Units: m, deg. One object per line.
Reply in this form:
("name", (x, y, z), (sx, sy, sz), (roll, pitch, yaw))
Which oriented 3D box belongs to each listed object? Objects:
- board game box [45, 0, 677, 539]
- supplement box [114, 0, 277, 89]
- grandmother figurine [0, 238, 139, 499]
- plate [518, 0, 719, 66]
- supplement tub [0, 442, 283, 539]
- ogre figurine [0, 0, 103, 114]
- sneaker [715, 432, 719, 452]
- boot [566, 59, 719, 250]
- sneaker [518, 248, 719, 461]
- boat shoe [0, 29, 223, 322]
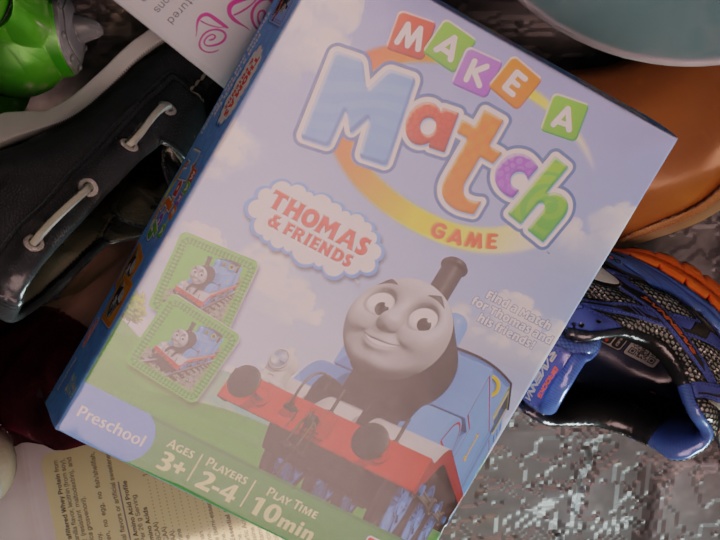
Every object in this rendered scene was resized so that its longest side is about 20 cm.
("board game box", (0.000, 0.000, 0.971), (0.151, 0.037, 0.200), (27, 98, -18))
("supplement box", (-0.079, -0.167, 0.972), (0.200, 0.103, 0.101), (39, 107, -24))
("grandmother figurine", (-0.107, 0.031, 1.034), (0.200, 0.121, 0.061), (-44, 122, -20))
("plate", (0.126, -0.177, 1.010), (0.200, 0.026, 0.200), (4, 108, 12))
("supplement tub", (-0.076, 0.101, 1.099), (0.200, 0.145, 0.145), (-13, 120, 0))
("ogre figurine", (-0.181, -0.079, 1.008), (0.120, 0.098, 0.200), (22, 123, -30))
("sneaker", (0.195, 0.023, 1.127), (0.070, 0.082, 0.200), (-3, 120, -4))
("boot", (0.073, -0.061, 1.072), (0.155, 0.074, 0.200), (23, 112, -14))
("sneaker", (0.064, 0.015, 1.038), (0.200, 0.078, 0.075), (18, 124, -13))
("boat shoe", (-0.092, -0.036, 0.997), (0.060, 0.200, 0.076), (37, 132, 13))
